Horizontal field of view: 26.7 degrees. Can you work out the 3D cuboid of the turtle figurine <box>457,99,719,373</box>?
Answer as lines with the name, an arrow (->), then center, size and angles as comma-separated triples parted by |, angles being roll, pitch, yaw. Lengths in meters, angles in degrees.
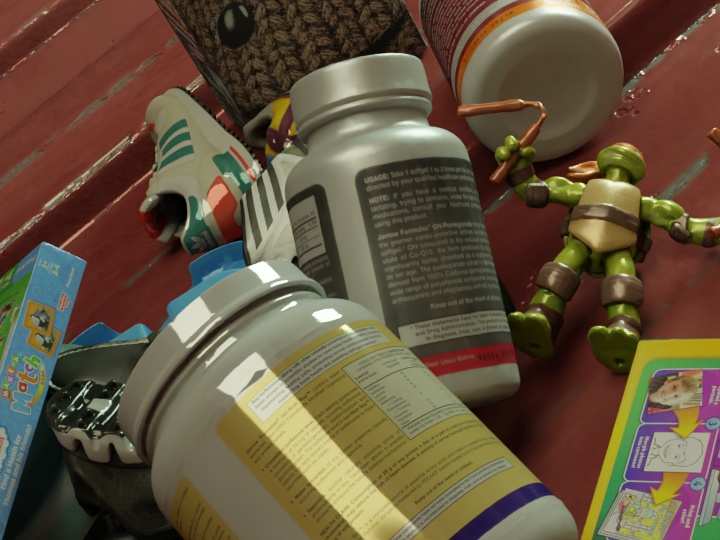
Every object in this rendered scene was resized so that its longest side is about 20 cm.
turtle figurine -> 0.136, -0.022, 0.914 | 0.198, 0.065, 0.162 | 17, 60, 8

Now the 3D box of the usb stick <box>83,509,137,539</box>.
usb stick -> -0.130, 0.151, 0.947 | 0.199, 0.033, 0.056 | -32, 36, -1

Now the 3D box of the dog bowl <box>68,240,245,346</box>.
dog bowl -> -0.123, 0.060, 1.029 | 0.199, 0.050, 0.112 | -33, 37, 0

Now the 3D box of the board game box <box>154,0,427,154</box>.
board game box -> -0.068, -0.219, 1.175 | 0.159, 0.201, 0.097 | -37, 37, -6

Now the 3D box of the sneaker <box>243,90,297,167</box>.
sneaker -> -0.016, -0.080, 1.084 | 0.090, 0.075, 0.200 | -28, 27, -13

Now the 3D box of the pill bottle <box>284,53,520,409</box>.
pill bottle -> 0.018, -0.015, 0.867 | 0.110, 0.111, 0.202 | -16, 80, 20

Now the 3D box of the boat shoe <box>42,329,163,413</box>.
boat shoe -> -0.100, 0.058, 0.927 | 0.199, 0.066, 0.072 | 2, 43, 4

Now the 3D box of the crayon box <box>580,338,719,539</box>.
crayon box -> 0.176, 0.125, 0.738 | 0.118, 0.058, 0.201 | -2, 46, 33

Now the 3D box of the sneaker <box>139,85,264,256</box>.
sneaker -> -0.141, -0.075, 1.173 | 0.093, 0.071, 0.200 | -34, 40, -13

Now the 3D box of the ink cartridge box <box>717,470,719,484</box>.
ink cartridge box -> 0.237, 0.089, 0.618 | 0.075, 0.201, 0.165 | 12, 54, 43

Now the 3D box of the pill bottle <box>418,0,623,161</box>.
pill bottle -> 0.104, -0.174, 1.075 | 0.112, 0.113, 0.201 | -27, 38, 6

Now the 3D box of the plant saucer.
plant saucer -> -0.234, 0.131, 0.982 | 0.199, 0.027, 0.201 | -25, 46, 28

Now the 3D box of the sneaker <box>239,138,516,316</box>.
sneaker -> 0.000, 0.000, 0.966 | 0.115, 0.076, 0.200 | -44, 63, -8

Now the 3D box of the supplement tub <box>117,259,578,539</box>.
supplement tub -> -0.010, 0.106, 0.735 | 0.145, 0.146, 0.200 | -41, 68, -11

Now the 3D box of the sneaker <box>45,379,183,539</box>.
sneaker -> -0.087, 0.125, 0.875 | 0.198, 0.091, 0.067 | 11, 31, 17

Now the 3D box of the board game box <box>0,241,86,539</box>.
board game box -> -0.241, 0.098, 0.935 | 0.151, 0.036, 0.201 | -31, 40, 47
